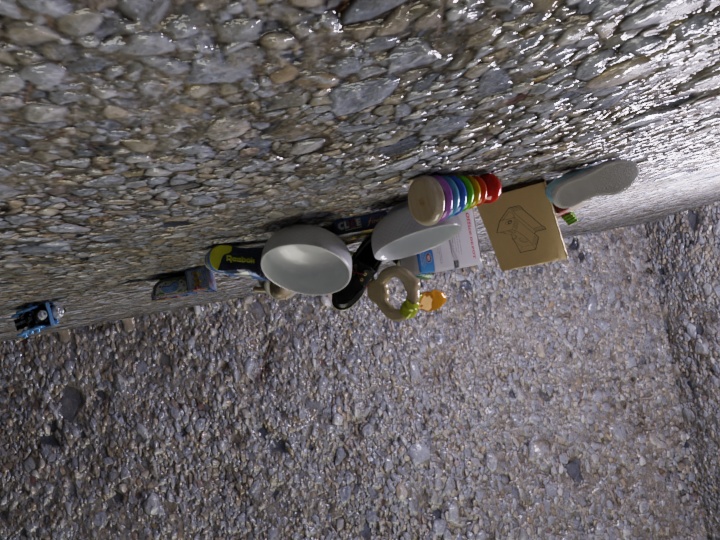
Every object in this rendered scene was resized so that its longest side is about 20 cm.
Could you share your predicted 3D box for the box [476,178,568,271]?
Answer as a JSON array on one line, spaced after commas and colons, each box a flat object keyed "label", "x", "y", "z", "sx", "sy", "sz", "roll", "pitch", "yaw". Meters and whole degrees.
[{"label": "box", "x": 0.365, "y": -0.097, "z": 1.389, "sx": 0.160, "sy": 0.203, "sz": 0.021, "roll": -12, "pitch": -150, "yaw": 29}]

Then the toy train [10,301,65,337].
[{"label": "toy train", "x": -0.975, "y": 0.143, "z": 1.859, "sx": 0.197, "sy": 0.089, "sz": 0.113, "roll": -17, "pitch": -178, "yaw": 41}]

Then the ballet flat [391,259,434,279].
[{"label": "ballet flat", "x": 0.098, "y": -0.036, "z": 1.558, "sx": 0.198, "sy": 0.075, "sz": 0.074, "roll": 37, "pitch": -160, "yaw": 26}]

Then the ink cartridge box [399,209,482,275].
[{"label": "ink cartridge box", "x": 0.189, "y": -0.071, "z": 1.490, "sx": 0.196, "sy": 0.149, "sz": 0.084, "roll": -8, "pitch": 176, "yaw": -32}]

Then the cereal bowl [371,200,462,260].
[{"label": "cereal bowl", "x": 0.111, "y": -0.095, "z": 1.296, "sx": 0.195, "sy": 0.085, "sz": 0.200, "roll": -16, "pitch": 167, "yaw": -4}]

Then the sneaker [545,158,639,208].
[{"label": "sneaker", "x": 0.479, "y": -0.193, "z": 1.283, "sx": 0.195, "sy": 0.076, "sz": 0.082, "roll": -15, "pitch": -154, "yaw": -5}]

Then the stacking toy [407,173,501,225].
[{"label": "stacking toy", "x": 0.181, "y": -0.135, "z": 1.099, "sx": 0.196, "sy": 0.088, "sz": 0.085, "roll": -13, "pitch": 178, "yaw": -36}]

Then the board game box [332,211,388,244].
[{"label": "board game box", "x": 0.001, "y": -0.096, "z": 1.451, "sx": 0.132, "sy": 0.036, "sz": 0.200, "roll": -10, "pitch": 176, "yaw": -5}]

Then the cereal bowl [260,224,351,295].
[{"label": "cereal bowl", "x": -0.110, "y": -0.033, "z": 1.304, "sx": 0.194, "sy": 0.085, "sz": 0.202, "roll": 6, "pitch": 148, "yaw": 4}]

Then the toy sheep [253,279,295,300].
[{"label": "toy sheep", "x": -0.215, "y": 0.004, "z": 1.605, "sx": 0.134, "sy": 0.141, "sz": 0.202, "roll": -10, "pitch": -142, "yaw": -1}]

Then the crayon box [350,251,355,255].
[{"label": "crayon box", "x": -0.093, "y": -0.032, "z": 1.511, "sx": 0.168, "sy": 0.060, "sz": 0.199, "roll": 12, "pitch": -176, "yaw": 19}]

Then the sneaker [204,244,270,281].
[{"label": "sneaker", "x": -0.277, "y": -0.018, "z": 1.446, "sx": 0.196, "sy": 0.076, "sz": 0.081, "roll": 14, "pitch": 165, "yaw": -38}]

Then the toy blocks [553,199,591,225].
[{"label": "toy blocks", "x": 0.438, "y": -0.145, "z": 1.421, "sx": 0.198, "sy": 0.102, "sz": 0.135, "roll": -32, "pitch": 167, "yaw": 39}]

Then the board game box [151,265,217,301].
[{"label": "board game box", "x": -0.500, "y": 0.036, "z": 1.760, "sx": 0.195, "sy": 0.064, "sz": 0.199, "roll": -9, "pitch": 175, "yaw": -22}]

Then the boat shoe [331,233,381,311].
[{"label": "boat shoe", "x": -0.002, "y": -0.002, "z": 1.383, "sx": 0.073, "sy": 0.203, "sz": 0.063, "roll": 32, "pitch": 162, "yaw": 8}]

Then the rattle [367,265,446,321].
[{"label": "rattle", "x": 0.085, "y": 0.036, "z": 1.464, "sx": 0.197, "sy": 0.134, "sz": 0.141, "roll": 12, "pitch": -150, "yaw": 45}]
